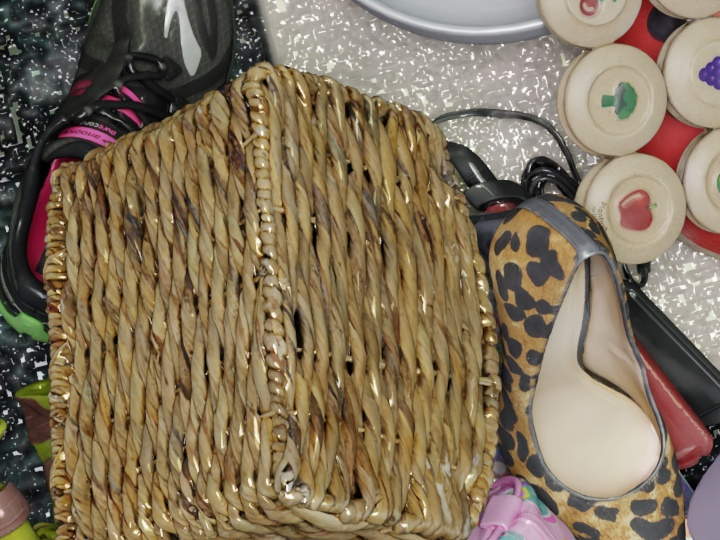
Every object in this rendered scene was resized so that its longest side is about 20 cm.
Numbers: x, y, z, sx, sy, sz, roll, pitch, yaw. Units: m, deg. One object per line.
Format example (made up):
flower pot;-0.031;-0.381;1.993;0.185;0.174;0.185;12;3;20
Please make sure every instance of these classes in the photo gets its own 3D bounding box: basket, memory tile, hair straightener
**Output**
basket;-0.037;0.034;1.276;0.142;0.149;0.201;15;61;-42
memory tile;0.152;-0.113;1.336;0.153;0.017;0.201;-15;101;-16
hair straightener;0.107;-0.002;1.409;0.200;0.041;0.077;47;46;-2

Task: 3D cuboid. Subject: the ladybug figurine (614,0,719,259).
ladybug figurine;0.178;-0.100;1.405;0.135;0.072;0.201;-10;87;-7

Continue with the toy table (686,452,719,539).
toy table;0.234;0.120;1.346;0.117;0.184;0.200;58;39;-8

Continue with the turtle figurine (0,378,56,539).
turtle figurine;-0.126;0.132;1.361;0.199;0.064;0.162;-23;104;-20

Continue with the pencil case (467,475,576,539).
pencil case;0.111;0.184;1.349;0.200;0.087;0.087;44;83;-8

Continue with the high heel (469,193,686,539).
high heel;0.107;0.060;1.310;0.071;0.143;0.200;-31;97;-14

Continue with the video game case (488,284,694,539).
video game case;0.079;0.117;1.407;0.143;0.018;0.200;-35;91;-8

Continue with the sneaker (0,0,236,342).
sneaker;-0.107;-0.061;1.366;0.076;0.084;0.201;19;85;-5

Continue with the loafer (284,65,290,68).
loafer;0.000;0.000;1.382;0.071;0.073;0.201;-13;80;-27

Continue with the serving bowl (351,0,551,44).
serving bowl;0.060;-0.192;1.391;0.199;0.066;0.201;-2;73;7
